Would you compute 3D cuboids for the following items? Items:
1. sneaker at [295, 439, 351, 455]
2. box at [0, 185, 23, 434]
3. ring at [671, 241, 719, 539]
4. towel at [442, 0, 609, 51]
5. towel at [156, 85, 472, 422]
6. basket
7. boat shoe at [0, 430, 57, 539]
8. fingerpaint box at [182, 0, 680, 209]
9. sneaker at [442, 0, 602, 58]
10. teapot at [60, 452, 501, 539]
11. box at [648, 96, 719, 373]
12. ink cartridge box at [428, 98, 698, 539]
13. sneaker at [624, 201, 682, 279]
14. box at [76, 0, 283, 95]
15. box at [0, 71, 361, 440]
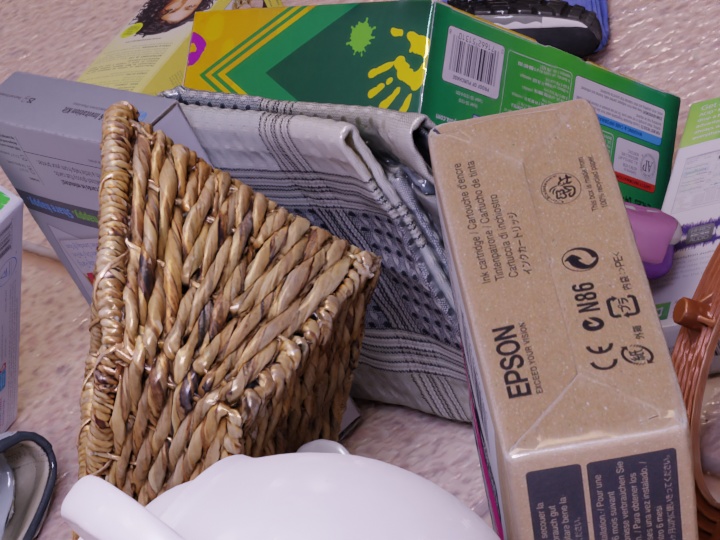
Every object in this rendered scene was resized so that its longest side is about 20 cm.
[{"bbox_3d":[-0.035,0.156,1.179,0.067,0.090,0.201,-7,35,32],"label":"sneaker"},{"bbox_3d":[-0.261,0.056,1.422,0.096,0.201,0.177,32,56,15],"label":"box"},{"bbox_3d":[0.168,0.035,1.148,0.201,0.019,0.201,-57,22,37],"label":"ring"},{"bbox_3d":[0.056,-0.135,1.662,0.199,0.024,0.145,-22,31,15],"label":"towel"},{"bbox_3d":[0.000,0.000,1.301,0.035,0.193,0.199,-43,30,-27],"label":"towel"},{"bbox_3d":[-0.096,0.055,1.245,0.148,0.200,0.143,31,56,12],"label":"basket"},{"bbox_3d":[-0.211,0.145,1.369,0.060,0.076,0.200,-19,30,28],"label":"boat shoe"},{"bbox_3d":[0.035,-0.075,1.395,0.166,0.199,0.074,3,81,42],"label":"fingerpaint box"},{"bbox_3d":[0.042,-0.108,1.579,0.199,0.088,0.076,-4,12,10],"label":"sneaker"},{"bbox_3d":[-0.046,0.139,1.019,0.146,0.201,0.197,34,33,11],"label":"teapot"},{"bbox_3d":[0.215,-0.030,1.329,0.144,0.036,0.200,-12,33,27],"label":"box"},{"bbox_3d":[0.083,0.057,1.111,0.075,0.165,0.201,-10,41,-1],"label":"ink cartridge box"},{"bbox_3d":[0.075,0.006,1.339,0.200,0.080,0.089,-2,77,51],"label":"sneaker"},{"bbox_3d":[-0.130,-0.127,1.775,0.075,0.050,0.200,-5,36,36],"label":"box"},{"bbox_3d":[-0.099,-0.003,1.382,0.041,0.201,0.156,-44,32,-22],"label":"box"}]
